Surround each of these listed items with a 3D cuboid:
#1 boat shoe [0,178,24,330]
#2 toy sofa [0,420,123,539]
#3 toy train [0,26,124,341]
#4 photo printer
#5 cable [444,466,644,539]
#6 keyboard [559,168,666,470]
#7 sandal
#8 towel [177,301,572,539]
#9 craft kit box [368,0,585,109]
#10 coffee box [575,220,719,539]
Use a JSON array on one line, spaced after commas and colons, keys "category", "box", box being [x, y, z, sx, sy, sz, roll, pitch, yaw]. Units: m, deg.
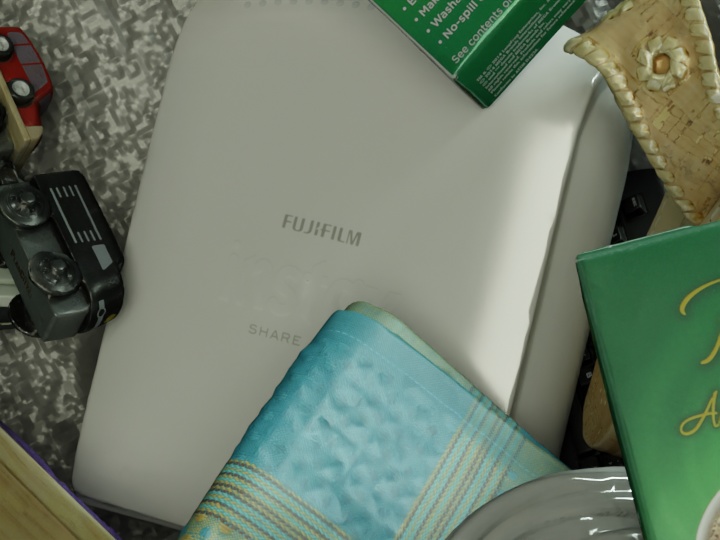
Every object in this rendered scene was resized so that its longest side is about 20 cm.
[{"category": "boat shoe", "box": [-0.198, -0.013, 0.857, 0.199, 0.076, 0.060, 17, 132, -2]}, {"category": "toy sofa", "box": [-0.116, 0.107, 0.786, 0.083, 0.200, 0.098, -46, 128, -9]}, {"category": "toy train", "box": [-0.128, -0.064, 0.835, 0.046, 0.034, 0.200, -10, 61, -35]}, {"category": "photo printer", "box": [0.000, 0.000, 0.812, 0.166, 0.069, 0.201, 14, 90, 25]}, {"category": "cable", "box": [0.083, 0.154, 0.666, 0.199, 0.069, 0.201, -8, 70, -33]}, {"category": "keyboard", "box": [0.102, 0.051, 0.786, 0.104, 0.040, 0.201, -24, 62, 16]}, {"category": "sandal", "box": [0.091, -0.047, 0.732, 0.069, 0.078, 0.213, 17, 104, -9]}, {"category": "towel", "box": [0.003, 0.120, 0.694, 0.147, 0.022, 0.200, 40, 56, -8]}, {"category": "craft kit box", "box": [0.035, -0.190, 0.768, 0.200, 0.048, 0.198, -48, 67, 5]}, {"category": "coffee box", "box": [0.137, 0.078, 0.620, 0.122, 0.044, 0.201, -16, 74, 4]}]
